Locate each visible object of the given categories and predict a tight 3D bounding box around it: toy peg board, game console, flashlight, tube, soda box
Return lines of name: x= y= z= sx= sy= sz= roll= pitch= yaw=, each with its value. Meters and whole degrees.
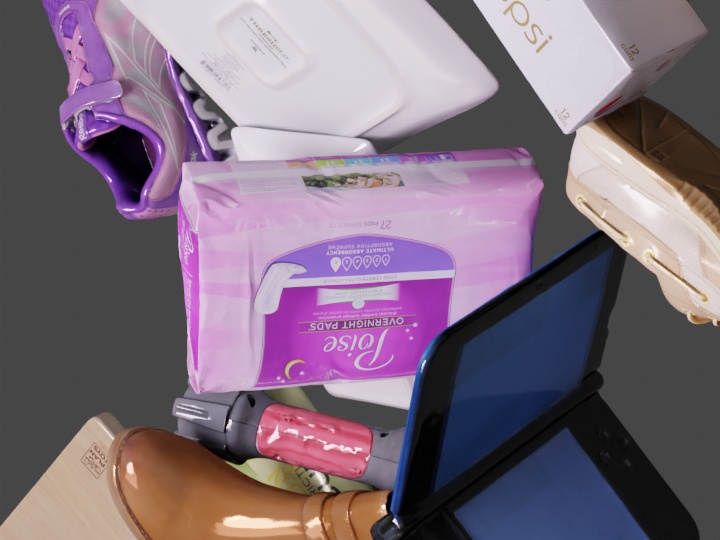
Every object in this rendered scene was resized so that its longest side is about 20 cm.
toy peg board: x=-0.145 y=0.223 z=1.583 sx=0.200 sy=0.098 sz=0.199 roll=47 pitch=117 yaw=12
game console: x=0.109 y=0.097 z=1.215 sx=0.171 sy=0.200 sz=0.118 roll=53 pitch=134 yaw=7
flashlight: x=-0.016 y=0.105 z=1.388 sx=0.199 sy=0.068 sz=0.068 roll=13 pitch=129 yaw=20
tube: x=-0.024 y=0.140 z=1.455 sx=0.200 sy=0.058 sz=0.052 roll=53 pitch=174 yaw=13
soda box: x=0.086 y=-0.175 z=1.185 sx=0.200 sy=0.064 sz=0.068 roll=56 pitch=143 yaw=8

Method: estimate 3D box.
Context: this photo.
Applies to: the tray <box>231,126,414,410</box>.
tray: x=-0.011 y=0.008 z=1.361 sx=0.107 sy=0.022 sz=0.201 roll=9 pitch=131 yaw=38

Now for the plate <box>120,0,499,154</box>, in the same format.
plate: x=-0.047 y=-0.134 z=1.290 sx=0.200 sy=0.032 sz=0.200 roll=46 pitch=147 yaw=-13

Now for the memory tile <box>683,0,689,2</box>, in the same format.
memory tile: x=0.190 y=-0.214 z=1.124 sx=0.199 sy=0.017 sz=0.154 roll=-11 pitch=103 yaw=42

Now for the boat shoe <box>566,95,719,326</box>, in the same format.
boat shoe: x=0.183 y=-0.009 z=1.195 sx=0.200 sy=0.074 sz=0.069 roll=46 pitch=136 yaw=27

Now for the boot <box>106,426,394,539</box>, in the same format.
boot: x=-0.037 y=0.144 z=1.347 sx=0.200 sy=0.074 sz=0.154 roll=38 pitch=147 yaw=-27

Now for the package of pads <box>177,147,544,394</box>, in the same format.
package of pads: x=0.000 y=0.000 z=1.274 sx=0.076 sy=0.199 sz=0.121 roll=-119 pitch=27 yaw=-63

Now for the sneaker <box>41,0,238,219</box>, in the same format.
sneaker: x=-0.150 y=-0.114 z=1.411 sx=0.080 sy=0.088 sz=0.201 roll=-30 pitch=89 yaw=45
